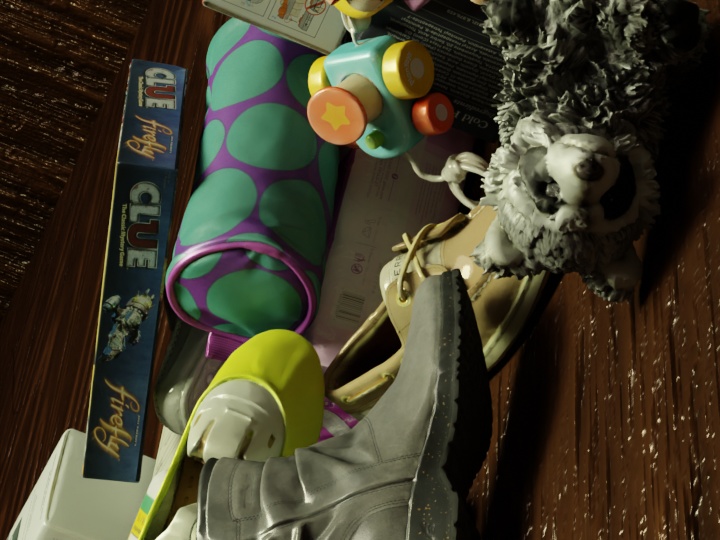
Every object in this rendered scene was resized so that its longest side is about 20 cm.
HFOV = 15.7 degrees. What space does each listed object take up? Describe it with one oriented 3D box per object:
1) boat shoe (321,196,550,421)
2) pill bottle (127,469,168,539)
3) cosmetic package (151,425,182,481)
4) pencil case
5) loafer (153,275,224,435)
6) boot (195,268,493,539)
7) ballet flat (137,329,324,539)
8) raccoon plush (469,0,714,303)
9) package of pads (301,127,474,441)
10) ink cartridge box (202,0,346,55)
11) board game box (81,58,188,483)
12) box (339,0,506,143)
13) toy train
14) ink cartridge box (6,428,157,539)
[{"bbox_3d":[0.040,0.016,1.296,0.074,0.066,0.200,-82,18,-48],"label":"boat shoe"},{"bbox_3d":[-0.097,0.221,1.438,0.113,0.113,0.200,-157,88,-78],"label":"pill bottle"},{"bbox_3d":[-0.065,0.070,1.619,0.103,0.087,0.200,-57,15,39],"label":"cosmetic package"},{"bbox_3d":[-0.054,-0.052,1.433,0.200,0.085,0.092,-83,16,-44],"label":"pencil case"},{"bbox_3d":[-0.085,0.027,1.527,0.200,0.070,0.070,-62,-31,-52],"label":"loafer"},{"bbox_3d":[-0.011,0.085,1.193,0.070,0.131,0.200,68,-158,-46],"label":"boot"},{"bbox_3d":[-0.074,0.116,1.309,0.200,0.067,0.067,-65,-16,-13],"label":"ballet flat"},{"bbox_3d":[0.108,-0.054,1.169,0.200,0.097,0.134,9,-91,-73],"label":"raccoon plush"},{"bbox_3d":[0.000,0.000,1.481,0.121,0.076,0.200,129,159,-58],"label":"package of pads"},{"bbox_3d":[-0.012,-0.249,1.444,0.176,0.084,0.200,-92,25,-63],"label":"ink cartridge box"},{"bbox_3d":[-0.128,-0.001,1.477,0.136,0.035,0.200,-93,11,-61],"label":"board game box"},{"bbox_3d":[0.077,-0.210,1.435,0.182,0.104,0.200,123,164,-48],"label":"box"},{"bbox_3d":[0.032,-0.114,1.337,0.056,0.150,0.200,-38,-29,-41],"label":"toy train"},{"bbox_3d":[-0.159,0.211,1.652,0.084,0.146,0.200,-82,17,-46],"label":"ink cartridge box"}]
